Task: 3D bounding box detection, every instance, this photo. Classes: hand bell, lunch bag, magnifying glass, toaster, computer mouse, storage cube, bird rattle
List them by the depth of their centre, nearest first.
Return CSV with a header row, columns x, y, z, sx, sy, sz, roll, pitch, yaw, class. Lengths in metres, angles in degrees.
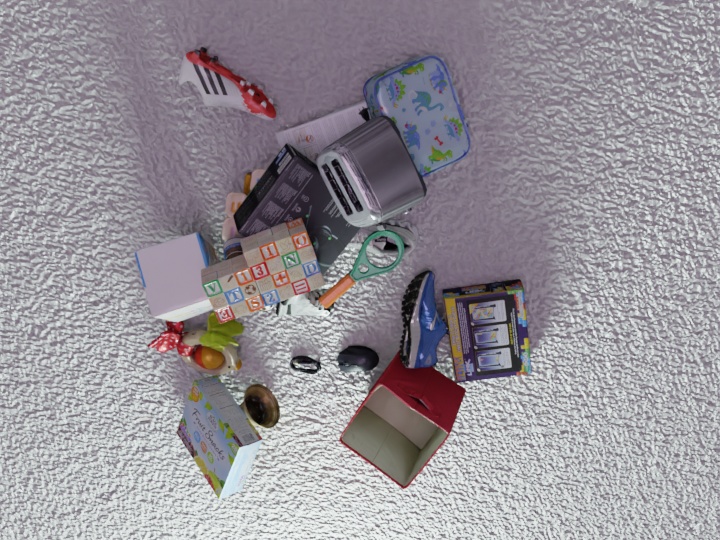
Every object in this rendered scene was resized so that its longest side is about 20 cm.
x,y,z,sx,sy,sz,roll,pitch,yaw,class
0.014,-0.172,1.101,0.129,0.113,0.201,-35,104,-30,toaster
0.106,-0.276,1.162,0.160,0.082,0.201,-27,110,-10,lunch bag
0.000,0.000,1.232,0.200,0.022,0.080,-41,102,8,magnifying glass
0.089,0.297,1.324,0.170,0.180,0.201,35,118,6,storage cube
-0.342,0.170,1.377,0.198,0.113,0.164,-14,126,12,bird rattle
-0.058,0.202,1.401,0.198,0.034,0.059,-7,111,7,computer mouse
-0.287,0.346,1.457,0.199,0.104,0.104,-34,106,28,hand bell

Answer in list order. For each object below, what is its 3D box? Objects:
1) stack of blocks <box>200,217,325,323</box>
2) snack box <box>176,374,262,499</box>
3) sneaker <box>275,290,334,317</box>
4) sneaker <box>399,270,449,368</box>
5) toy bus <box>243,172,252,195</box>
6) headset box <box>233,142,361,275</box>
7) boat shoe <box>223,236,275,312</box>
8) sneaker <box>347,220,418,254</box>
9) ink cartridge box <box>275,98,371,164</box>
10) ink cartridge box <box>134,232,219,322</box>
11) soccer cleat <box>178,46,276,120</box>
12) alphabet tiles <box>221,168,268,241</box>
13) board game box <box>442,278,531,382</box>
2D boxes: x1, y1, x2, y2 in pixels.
x,y,z,sx,sy,sz,roll,pitch,yaw,class
-0.175,0.000,1.122,0.199,0.059,0.116,-21,120,-4,stack of blocks
-0.311,0.359,1.393,0.200,0.067,0.169,44,124,30,snack box
-0.103,0.044,1.283,0.114,0.201,0.076,4,72,-13,sneaker
0.134,0.101,1.307,0.088,0.078,0.202,9,82,-19,sneaker
-0.213,-0.088,1.275,0.065,0.078,0.201,11,112,-1,toy bus
-0.102,-0.100,1.182,0.199,0.093,0.175,33,101,-27,headset box
-0.212,0.028,1.227,0.072,0.073,0.201,-18,139,6,boat shoe
0.017,-0.070,1.267,0.198,0.081,0.076,6,113,3,sneaker
-0.042,-0.223,1.235,0.199,0.050,0.163,-15,110,16,ink cartridge box
-0.339,0.019,1.257,0.124,0.200,0.130,-18,84,-4,ink cartridge box
-0.248,-0.331,1.194,0.199,0.069,0.085,34,118,-6,soccer cleat
-0.162,-0.095,1.228,0.198,0.015,0.197,4,112,-19,alphabet tiles
0.265,0.128,1.339,0.164,0.057,0.202,-7,111,9,board game box
